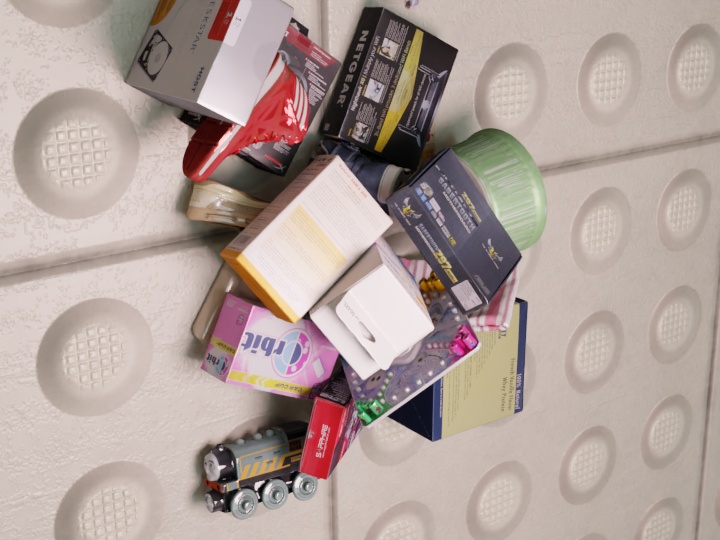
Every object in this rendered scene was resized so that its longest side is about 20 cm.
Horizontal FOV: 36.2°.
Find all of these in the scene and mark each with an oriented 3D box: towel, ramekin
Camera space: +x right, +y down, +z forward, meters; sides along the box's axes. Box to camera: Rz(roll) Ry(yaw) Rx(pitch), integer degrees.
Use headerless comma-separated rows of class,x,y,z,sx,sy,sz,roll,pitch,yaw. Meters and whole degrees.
towel,0.140,0.035,1.691,0.147,0.199,0.030,-72,156,-46
ramekin,0.186,-0.111,1.704,0.097,0.200,0.201,-22,116,-28

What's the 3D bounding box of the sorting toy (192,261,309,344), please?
sorting toy,-0.127,0.050,1.617,0.200,0.036,0.186,29,85,-39

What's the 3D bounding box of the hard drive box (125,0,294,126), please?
hard drive box,-0.189,-0.275,1.363,0.077,0.200,0.156,24,88,-40

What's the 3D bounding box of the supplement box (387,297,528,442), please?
supplement box,0.153,0.143,1.798,0.199,0.134,0.201,-13,112,-34

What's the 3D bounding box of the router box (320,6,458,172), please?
router box,0.045,-0.266,1.634,0.157,0.052,0.201,21,89,-37

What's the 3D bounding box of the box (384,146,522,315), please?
box,0.136,-0.058,1.556,0.200,0.051,0.158,56,35,-8

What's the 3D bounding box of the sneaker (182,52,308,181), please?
sneaker,-0.133,-0.173,1.421,0.200,0.078,0.116,-53,126,-9

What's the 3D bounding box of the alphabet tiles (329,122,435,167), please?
alphabet tiles,0.037,-0.166,1.696,0.199,0.006,0.167,-14,112,-34

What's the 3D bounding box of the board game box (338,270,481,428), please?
board game box,0.059,0.105,1.569,0.200,0.200,0.026,-36,120,9

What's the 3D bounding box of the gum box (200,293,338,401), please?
gum box,-0.118,0.114,1.583,0.200,0.066,0.114,18,93,-44

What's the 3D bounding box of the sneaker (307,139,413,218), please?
sneaker,-0.002,-0.135,1.628,0.202,0.146,0.077,35,71,-78

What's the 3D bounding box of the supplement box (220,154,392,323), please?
supplement box,-0.072,-0.044,1.487,0.200,0.073,0.126,-45,111,-14

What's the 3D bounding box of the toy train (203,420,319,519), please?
toy train,-0.146,0.298,1.657,0.199,0.085,0.114,-10,98,-33

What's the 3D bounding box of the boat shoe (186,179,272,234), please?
boat shoe,-0.146,-0.065,1.531,0.199,0.071,0.065,19,81,-23

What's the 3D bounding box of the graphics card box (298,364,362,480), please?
graphics card box,-0.029,0.212,1.655,0.200,0.051,0.126,-46,151,-67

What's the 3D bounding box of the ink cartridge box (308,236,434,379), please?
ink cartridge box,0.009,0.042,1.535,0.125,0.200,0.129,-36,113,8

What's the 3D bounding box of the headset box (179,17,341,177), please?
headset box,-0.129,-0.252,1.496,0.149,0.077,0.201,29,85,-39

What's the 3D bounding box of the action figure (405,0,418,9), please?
action figure,0.119,-0.457,1.588,0.200,0.149,0.134,-58,136,-26
